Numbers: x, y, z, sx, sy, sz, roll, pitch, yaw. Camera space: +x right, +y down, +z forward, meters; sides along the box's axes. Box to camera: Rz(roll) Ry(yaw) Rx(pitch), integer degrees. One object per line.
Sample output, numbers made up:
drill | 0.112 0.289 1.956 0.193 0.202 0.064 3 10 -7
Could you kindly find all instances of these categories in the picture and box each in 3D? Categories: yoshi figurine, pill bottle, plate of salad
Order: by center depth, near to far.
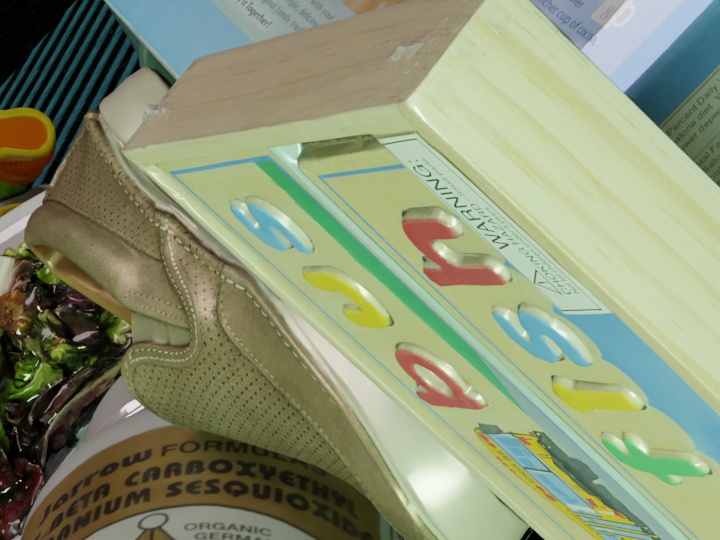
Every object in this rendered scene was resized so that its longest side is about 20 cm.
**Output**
pill bottle | -0.038 0.098 0.625 0.114 0.114 0.200 -42 18 16
plate of salad | -0.121 0.027 0.802 0.200 0.048 0.200 -25 35 19
yoshi figurine | -0.203 0.004 1.194 0.113 0.112 0.200 -65 5 -32

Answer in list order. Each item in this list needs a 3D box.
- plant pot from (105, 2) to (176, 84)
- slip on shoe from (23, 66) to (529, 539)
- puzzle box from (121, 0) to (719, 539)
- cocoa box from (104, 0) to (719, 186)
plant pot | -0.019 -0.142 0.892 0.200 0.200 0.188 -38 41 27
slip on shoe | -0.028 0.019 0.599 0.061 0.076 0.200 -42 46 -1
puzzle box | 0.056 0.032 0.411 0.025 0.200 0.133 -52 17 -15
cocoa box | 0.046 -0.047 0.611 0.133 0.131 0.200 -46 40 2
